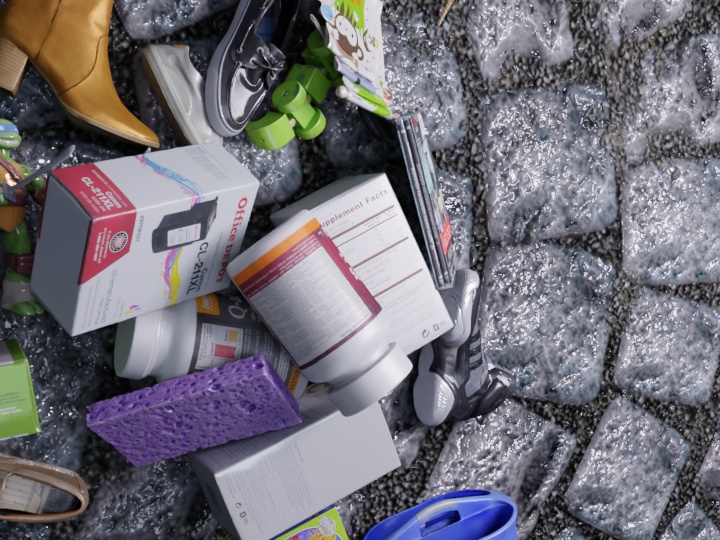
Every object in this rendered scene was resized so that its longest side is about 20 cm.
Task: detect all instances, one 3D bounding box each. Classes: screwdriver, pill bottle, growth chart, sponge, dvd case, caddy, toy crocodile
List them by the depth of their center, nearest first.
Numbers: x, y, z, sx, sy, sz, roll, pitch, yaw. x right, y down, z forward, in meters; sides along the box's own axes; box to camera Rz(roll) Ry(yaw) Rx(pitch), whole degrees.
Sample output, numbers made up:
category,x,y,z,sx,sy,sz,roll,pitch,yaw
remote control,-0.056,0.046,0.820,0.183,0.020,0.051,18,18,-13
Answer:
category,x,y,z,sx,sy,sz,roll,pitch,yaw
pill bottle,-0.040,0.046,1.046,0.110,0.110,0.200,-38,94,-17
sponge,-0.175,0.152,1.070,0.200,0.030,0.112,-17,142,8
pill bottle,-0.160,0.082,1.104,0.200,0.116,0.117,11,88,-24
growth chart,-0.005,-0.275,1.147,0.145,0.018,0.200,4,78,-57
screwdriver,-0.015,-0.221,1.162,0.028,0.029,0.200,-55,133,-17
toy crocodile,-0.059,-0.221,1.167,0.200,0.062,0.068,-58,142,-13
dvd case,0.081,-0.088,1.193,0.022,0.146,0.200,-12,100,10
caddy,0.099,0.330,1.216,0.200,0.141,0.105,-18,105,-22

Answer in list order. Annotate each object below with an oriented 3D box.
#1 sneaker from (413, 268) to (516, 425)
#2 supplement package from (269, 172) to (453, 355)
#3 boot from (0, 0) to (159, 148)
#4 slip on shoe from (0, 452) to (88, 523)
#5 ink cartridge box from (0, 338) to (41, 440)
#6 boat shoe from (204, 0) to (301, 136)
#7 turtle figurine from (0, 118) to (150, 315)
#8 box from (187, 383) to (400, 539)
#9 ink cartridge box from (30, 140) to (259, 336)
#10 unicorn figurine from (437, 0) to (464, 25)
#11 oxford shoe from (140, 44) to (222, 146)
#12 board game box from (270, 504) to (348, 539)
category,x,y,z,sx,sy,sz,roll,pitch,yaw
sneaker,0.140,0.100,1.257,0.114,0.075,0.200,10,98,-25
supplement package,0.000,0.000,1.169,0.117,0.117,0.200,-29,103,-17
boot,-0.283,-0.226,1.061,0.201,0.071,0.144,24,84,-18
slip on shoe,-0.383,0.227,1.044,0.200,0.061,0.076,18,85,-23
ink cartridge box,-0.425,0.129,0.975,0.200,0.148,0.076,-11,98,-22
boat shoe,-0.110,-0.240,1.110,0.070,0.066,0.200,43,56,-44
turtle figurine,-0.328,-0.046,1.004,0.200,0.144,0.194,9,98,-8
box,-0.077,0.211,1.141,0.200,0.124,0.098,-25,104,-20
ink cartridge box,-0.213,-0.037,1.005,0.200,0.083,0.146,-19,140,-43
unicorn figurine,0.106,-0.424,1.215,0.137,0.074,0.200,31,74,-32
oxford shoe,-0.176,-0.161,1.109,0.058,0.075,0.200,-26,97,-17
board game box,-0.061,0.394,1.200,0.134,0.045,0.200,-24,102,-20
